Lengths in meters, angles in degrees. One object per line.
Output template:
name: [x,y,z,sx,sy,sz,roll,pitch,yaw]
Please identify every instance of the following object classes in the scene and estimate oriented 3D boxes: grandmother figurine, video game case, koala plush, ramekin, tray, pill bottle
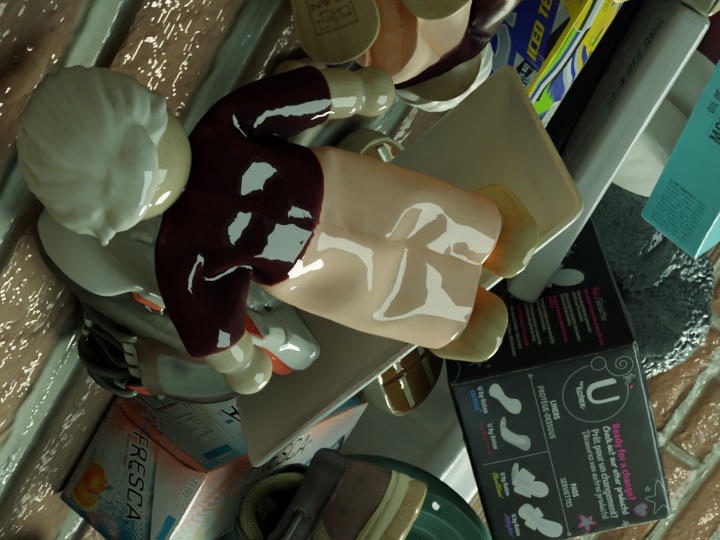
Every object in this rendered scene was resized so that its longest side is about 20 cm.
grandmother figurine: [-0.029,-0.017,0.513,0.200,0.060,0.122,20,82,-37]
video game case: [0.145,-0.101,0.916,0.200,0.024,0.182,-61,-170,25]
koala plush: [0.192,-0.006,1.161,0.178,0.184,0.200,-56,175,13]
ramekin: [0.037,0.142,1.127,0.201,0.098,0.201,-48,164,-19]
grandmother figurine: [0.021,-0.099,0.620,0.121,0.061,0.200,-13,177,12]
tray: [0.015,0.001,0.681,0.200,0.108,0.022,-39,133,20]
pill bottle: [0.238,-0.155,1.033,0.200,0.109,0.110,-52,164,-18]

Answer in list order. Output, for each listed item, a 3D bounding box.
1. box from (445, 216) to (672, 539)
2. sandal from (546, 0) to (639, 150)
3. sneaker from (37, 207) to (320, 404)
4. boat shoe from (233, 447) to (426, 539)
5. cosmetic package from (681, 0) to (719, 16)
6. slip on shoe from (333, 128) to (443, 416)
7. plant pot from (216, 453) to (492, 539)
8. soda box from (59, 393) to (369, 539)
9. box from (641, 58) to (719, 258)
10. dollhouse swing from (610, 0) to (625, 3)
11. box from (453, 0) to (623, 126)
box: [0.121,0.064,0.938,0.200,0.114,0.132,-88,163,-64]
sandal: [0.116,-0.117,0.900,0.200,0.045,0.075,-63,-171,15]
sneaker: [-0.084,0.026,0.599,0.082,0.077,0.200,-35,155,8]
boat shoe: [-0.032,0.132,0.750,0.072,0.065,0.200,-54,-175,-28]
cosmetic package: [0.218,-0.227,0.858,0.200,0.103,0.073,-32,155,-49]
slip on shoe: [0.000,0.000,0.806,0.076,0.061,0.200,-45,144,-23]
plant pot: [0.008,0.202,0.896,0.200,0.200,0.134,-46,179,-25]
soda box: [-0.072,0.095,0.789,0.068,0.064,0.200,-59,163,18]
box: [0.251,-0.105,0.910,0.082,0.049,0.200,-31,152,-37]
dollhouse swing: [0.145,-0.197,0.560,0.176,0.182,0.200,35,93,-31]
box: [0.106,-0.166,0.729,0.200,0.070,0.064,-59,162,18]
